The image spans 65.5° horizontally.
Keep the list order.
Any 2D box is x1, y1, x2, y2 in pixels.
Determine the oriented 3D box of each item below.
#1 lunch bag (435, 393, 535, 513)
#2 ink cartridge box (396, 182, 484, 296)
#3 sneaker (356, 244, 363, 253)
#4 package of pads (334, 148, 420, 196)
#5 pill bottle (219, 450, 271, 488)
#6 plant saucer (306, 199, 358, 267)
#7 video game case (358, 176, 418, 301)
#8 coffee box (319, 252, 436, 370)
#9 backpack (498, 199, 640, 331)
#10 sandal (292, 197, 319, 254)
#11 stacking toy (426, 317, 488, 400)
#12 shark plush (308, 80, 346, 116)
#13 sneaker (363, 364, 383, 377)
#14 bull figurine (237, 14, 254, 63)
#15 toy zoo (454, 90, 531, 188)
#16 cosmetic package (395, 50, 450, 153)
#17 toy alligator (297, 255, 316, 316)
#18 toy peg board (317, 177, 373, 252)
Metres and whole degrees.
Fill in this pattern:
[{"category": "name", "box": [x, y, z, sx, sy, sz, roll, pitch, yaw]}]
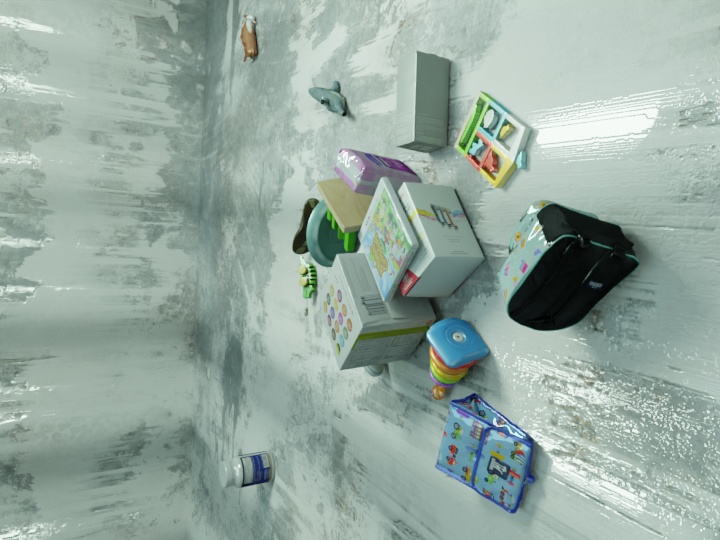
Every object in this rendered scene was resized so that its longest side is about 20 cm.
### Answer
[{"category": "lunch bag", "box": [0.262, 0.367, 1.115, 0.197, 0.092, 0.156, 25, 110, 44]}, {"category": "ink cartridge box", "box": [0.150, -0.068, 1.239, 0.146, 0.141, 0.205, -54, 44, 45]}, {"category": "sneaker", "box": [0.000, 0.000, 1.548, 0.074, 0.085, 0.207, 34, 117, 56]}, {"category": "package of pads", "box": [0.043, -0.233, 1.375, 0.121, 0.195, 0.077, 51, 126, 41]}, {"category": "pill bottle", "box": [-0.438, 0.770, 2.161, 0.115, 0.194, 0.120, -3, 86, 58]}, {"category": "plant saucer", "box": [-0.067, -0.108, 1.564, 0.027, 0.196, 0.207, 16, 104, 43]}, {"category": "video game case", "box": [0.056, -0.068, 1.243, 0.184, 0.021, 0.204, 114, 144, -45]}, {"category": "coffee box", "box": [0.032, 0.096, 1.364, 0.200, 0.194, 0.204, 116, 141, -48]}, {"category": "backpack", "box": [0.322, -0.003, 0.925, 0.156, 0.170, 0.204, -102, 29, -51]}, {"category": "sandal", "box": [-0.179, -0.150, 1.869, 0.055, 0.079, 0.206, -116, 36, -62]}, {"category": "stacking toy", "box": [0.190, 0.213, 1.228, 0.110, 0.113, 0.204, 52, 146, 39]}, {"category": "shark plush", "box": [-0.094, -0.508, 1.724, 0.092, 0.081, 0.203, -60, 41, 38]}, {"category": "sneaker", "box": [0.027, 0.181, 1.510, 0.071, 0.071, 0.206, -48, 49, 51]}, {"category": "bull figurine", "box": [-0.486, -0.999, 2.422, 0.121, 0.063, 0.207, -35, 58, 58]}, {"category": "toy zoo", "box": [0.274, -0.264, 1.152, 0.202, 0.020, 0.134, 59, 137, 42]}, {"category": "cosmetic package", "box": [0.143, -0.388, 1.298, 0.089, 0.104, 0.208, -1, 87, 59]}, {"category": "toy alligator", "box": [-0.170, 0.048, 1.872, 0.053, 0.059, 0.207, -11, 76, 17]}, {"category": "toy peg board", "box": [0.007, -0.150, 1.456, 0.100, 0.193, 0.202, 97, 152, -42]}]
